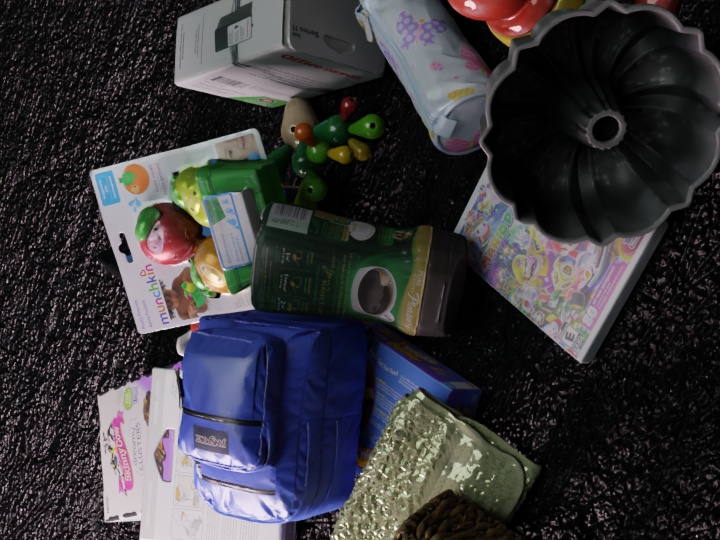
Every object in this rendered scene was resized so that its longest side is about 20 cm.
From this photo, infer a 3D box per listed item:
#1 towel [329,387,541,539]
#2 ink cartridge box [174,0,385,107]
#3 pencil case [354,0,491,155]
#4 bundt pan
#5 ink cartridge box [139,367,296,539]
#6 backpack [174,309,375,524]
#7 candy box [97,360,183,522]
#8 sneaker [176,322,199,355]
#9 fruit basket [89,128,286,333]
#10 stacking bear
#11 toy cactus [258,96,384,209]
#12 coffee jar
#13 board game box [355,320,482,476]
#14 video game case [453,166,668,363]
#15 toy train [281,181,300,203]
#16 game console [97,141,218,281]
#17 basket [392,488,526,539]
[{"bbox_3d":[0.061,0.220,1.089,0.148,0.036,0.200,31,109,11],"label":"towel"},{"bbox_3d":[-0.088,-0.246,1.288,0.200,0.146,0.083,-6,80,47],"label":"ink cartridge box"},{"bbox_3d":[0.069,-0.205,1.147,0.083,0.091,0.200,-51,52,31],"label":"pencil case"},{"bbox_3d":[0.187,-0.124,0.944,0.076,0.202,0.202,-106,39,-64],"label":"bundt pan"},{"bbox_3d":[-0.155,0.212,1.323,0.176,0.045,0.200,2,85,22],"label":"ink cartridge box"},{"bbox_3d":[-0.097,0.147,1.150,0.162,0.168,0.200,6,97,39],"label":"backpack"},{"bbox_3d":[-0.241,0.215,1.449,0.200,0.071,0.168,-23,69,44],"label":"candy box"},{"bbox_3d":[-0.131,0.069,1.282,0.200,0.093,0.070,-24,68,53],"label":"sneaker"},{"bbox_3d":[-0.172,-0.036,1.217,0.200,0.094,0.186,-12,100,12],"label":"fruit basket"},{"bbox_3d":[0.149,-0.233,0.979,0.121,0.200,0.114,45,117,41],"label":"stacking bear"},{"bbox_3d":[-0.070,-0.133,1.283,0.200,0.102,0.165,-39,37,23],"label":"toy cactus"},{"bbox_3d":[0.000,0.000,1.116,0.085,0.200,0.104,-77,-4,-63],"label":"coffee jar"},{"bbox_3d":[0.022,0.137,1.187,0.200,0.045,0.135,32,109,46],"label":"board game box"},{"bbox_3d":[0.171,-0.031,1.064,0.200,0.018,0.143,44,117,42],"label":"video game case"},{"bbox_3d":[-0.074,-0.007,1.315,0.046,0.034,0.200,146,121,-62],"label":"toy train"},{"bbox_3d":[-0.213,-0.058,1.429,0.200,0.176,0.117,26,132,47],"label":"game console"},{"bbox_3d":[0.074,0.316,1.000,0.149,0.143,0.200,31,108,19],"label":"basket"}]
